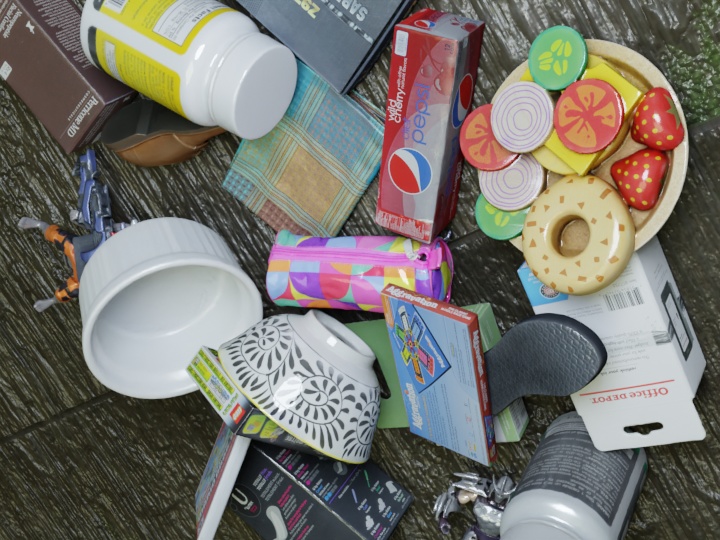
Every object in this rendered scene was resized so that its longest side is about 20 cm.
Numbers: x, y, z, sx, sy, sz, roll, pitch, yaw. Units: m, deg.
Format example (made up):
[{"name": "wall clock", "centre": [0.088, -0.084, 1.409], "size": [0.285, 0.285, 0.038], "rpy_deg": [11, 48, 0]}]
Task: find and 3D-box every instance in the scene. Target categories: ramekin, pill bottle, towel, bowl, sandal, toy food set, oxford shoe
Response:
[{"name": "ramekin", "centre": [-0.217, 0.038, 1.077], "size": [0.098, 0.198, 0.202], "rpy_deg": [59, 142, 42]}, {"name": "pill bottle", "centre": [0.202, 0.235, 0.934], "size": [0.112, 0.200, 0.114], "rpy_deg": [14, 122, 23]}, {"name": "towel", "centre": [-0.058, -0.116, 1.006], "size": [0.146, 0.022, 0.201], "rpy_deg": [39, 129, 7]}, {"name": "bowl", "centre": [-0.045, 0.104, 1.033], "size": [0.200, 0.201, 0.095], "rpy_deg": [37, 97, 7]}, {"name": "sandal", "centre": [0.159, 0.082, 0.901], "size": [0.077, 0.043, 0.200], "rpy_deg": [58, 150, 1]}, {"name": "toy food set", "centre": [0.177, -0.097, 0.821], "size": [0.198, 0.048, 0.201], "rpy_deg": [45, 118, 26]}, {"name": "pill bottle", "centre": [-0.167, -0.212, 0.943], "size": [0.199, 0.114, 0.115], "rpy_deg": [31, 128, 22]}, {"name": "oxford shoe", "centre": [-0.184, -0.155, 1.042], "size": [0.198, 0.072, 0.071], "rpy_deg": [-8, 144, 32]}]

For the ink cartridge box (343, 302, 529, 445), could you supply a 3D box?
[{"name": "ink cartridge box", "centre": [0.069, 0.119, 1.048], "size": [0.198, 0.048, 0.147], "rpy_deg": [-11, 110, 32]}]

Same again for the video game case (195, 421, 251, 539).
[{"name": "video game case", "centre": [-0.159, 0.222, 1.122], "size": [0.017, 0.200, 0.144], "rpy_deg": [21, 87, -10]}]

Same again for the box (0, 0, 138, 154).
[{"name": "box", "centre": [-0.348, -0.242, 1.075], "size": [0.200, 0.075, 0.100], "rpy_deg": [48, 129, -4]}]

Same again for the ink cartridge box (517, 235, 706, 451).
[{"name": "ink cartridge box", "centre": [0.242, 0.062, 0.898], "size": [0.115, 0.068, 0.202], "rpy_deg": [-15, 107, 36]}]

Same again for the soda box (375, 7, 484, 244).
[{"name": "soda box", "centre": [0.062, -0.132, 0.895], "size": [0.063, 0.070, 0.202], "rpy_deg": [19, 123, 19]}]

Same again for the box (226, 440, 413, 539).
[{"name": "box", "centre": [-0.057, 0.274, 1.168], "size": [0.199, 0.106, 0.123], "rpy_deg": [39, 127, 6]}]

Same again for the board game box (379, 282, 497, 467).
[{"name": "board game box", "centre": [0.080, 0.106, 0.956], "size": [0.102, 0.019, 0.201], "rpy_deg": [18, 138, 33]}]

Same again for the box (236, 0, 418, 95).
[{"name": "box", "centre": [-0.041, -0.286, 0.882], "size": [0.200, 0.051, 0.158], "rpy_deg": [43, 130, 2]}]

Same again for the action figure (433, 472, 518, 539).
[{"name": "action figure", "centre": [0.142, 0.308, 1.098], "size": [0.129, 0.069, 0.202], "rpy_deg": [27, 124, 21]}]

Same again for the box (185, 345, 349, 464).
[{"name": "box", "centre": [-0.089, 0.149, 1.052], "size": [0.035, 0.199, 0.110], "rpy_deg": [-53, 51, 7]}]

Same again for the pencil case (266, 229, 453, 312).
[{"name": "pencil case", "centre": [0.000, 0.000, 0.988], "size": [0.198, 0.088, 0.089], "rpy_deg": [0, 116, 23]}]

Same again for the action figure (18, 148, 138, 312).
[{"name": "action figure", "centre": [-0.324, -0.041, 1.183], "size": [0.191, 0.104, 0.203], "rpy_deg": [-3, 88, 24]}]
